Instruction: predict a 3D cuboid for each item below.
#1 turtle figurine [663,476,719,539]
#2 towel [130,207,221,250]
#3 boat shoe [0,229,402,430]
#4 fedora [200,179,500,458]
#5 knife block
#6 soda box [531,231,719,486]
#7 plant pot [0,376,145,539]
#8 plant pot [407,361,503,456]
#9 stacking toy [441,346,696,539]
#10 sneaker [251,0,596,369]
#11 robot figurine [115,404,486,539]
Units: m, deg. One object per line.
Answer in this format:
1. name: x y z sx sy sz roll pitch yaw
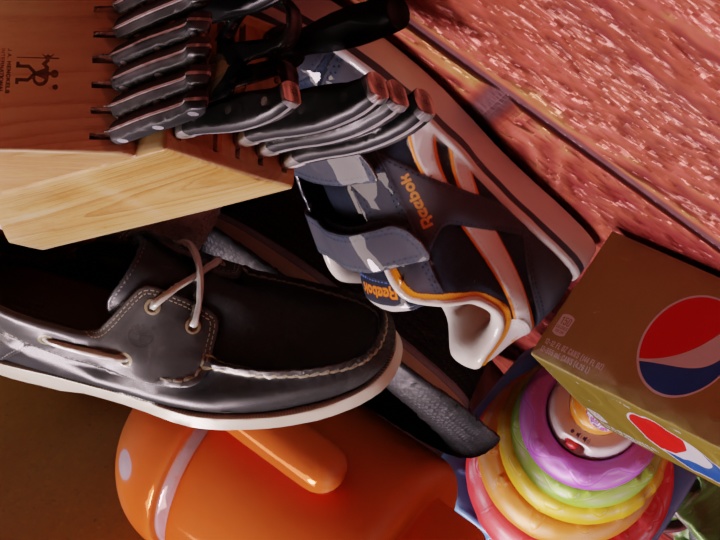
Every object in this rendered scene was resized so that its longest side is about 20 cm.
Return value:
1. turtle figurine: 0.148 0.174 1.504 0.143 0.201 0.194 2 173 -13
2. towel: -0.153 -0.058 1.186 0.199 0.035 0.133 31 144 4
3. boat shoe: -0.081 0.019 1.144 0.199 0.072 0.068 9 143 9
4. fedora: 0.000 0.000 1.271 0.200 0.092 0.201 35 171 6
5. knife block: -0.060 -0.060 1.029 0.174 0.064 0.200 2 166 0
6. soda box: 0.163 0.055 1.040 0.200 0.064 0.068 26 167 46
7. plant pot: -0.160 0.169 1.431 0.200 0.195 0.195 34 147 41
8. plant pot: -0.036 0.067 1.490 0.200 0.200 0.175 24 157 51
9. stacking toy: 0.111 0.078 1.307 0.116 0.110 0.200 36 161 8
10. sneaker: 0.011 -0.035 1.093 0.200 0.080 0.078 41 170 -27
11. robot figurine: -0.035 0.110 1.289 0.199 0.117 0.144 33 -165 19
